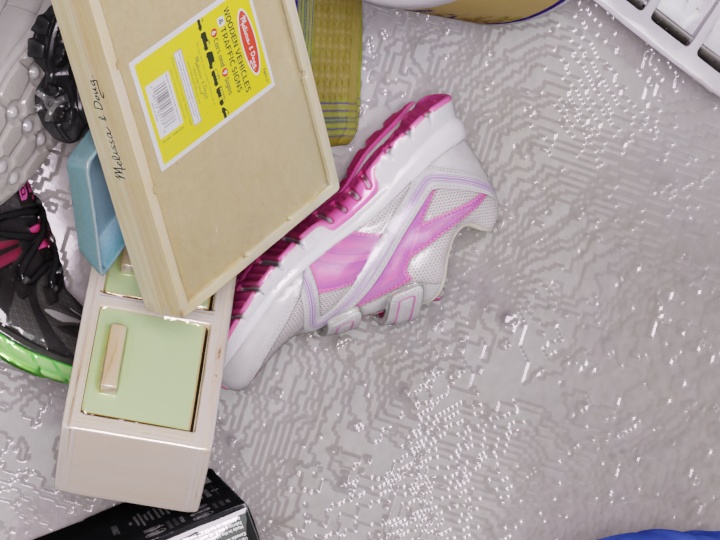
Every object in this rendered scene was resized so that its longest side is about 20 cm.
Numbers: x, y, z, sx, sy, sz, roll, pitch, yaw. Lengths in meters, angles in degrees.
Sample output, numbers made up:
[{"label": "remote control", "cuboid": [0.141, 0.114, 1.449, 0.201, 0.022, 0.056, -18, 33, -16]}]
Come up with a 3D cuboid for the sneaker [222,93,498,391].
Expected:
[{"label": "sneaker", "cuboid": [0.000, 0.000, 1.222, 0.200, 0.081, 0.088, -43, 102, 0]}]

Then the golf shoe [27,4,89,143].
[{"label": "golf shoe", "cuboid": [-0.120, -0.165, 1.139, 0.077, 0.094, 0.202, 14, 101, 17]}]

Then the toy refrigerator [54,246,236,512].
[{"label": "toy refrigerator", "cuboid": [-0.103, 0.016, 1.155, 0.075, 0.070, 0.201, 10, 54, -5]}]

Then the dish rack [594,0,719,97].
[{"label": "dish rack", "cuboid": [0.205, -0.215, 1.263, 0.171, 0.044, 0.201, 36, 87, -9]}]

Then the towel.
[{"label": "towel", "cuboid": [-0.044, -0.135, 1.163, 0.023, 0.200, 0.145, 6, 97, 24]}]

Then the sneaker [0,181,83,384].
[{"label": "sneaker", "cuboid": [-0.192, -0.011, 1.192, 0.200, 0.077, 0.084, 41, 90, -11]}]

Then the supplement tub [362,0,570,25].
[{"label": "supplement tub", "cuboid": [0.043, -0.202, 1.139, 0.144, 0.200, 0.147, 1, 93, 24]}]

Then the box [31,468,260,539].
[{"label": "box", "cuboid": [-0.089, 0.226, 1.186, 0.123, 0.148, 0.202, -21, 96, -9]}]

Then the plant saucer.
[{"label": "plant saucer", "cuboid": [-0.094, -0.086, 1.119, 0.019, 0.201, 0.070, 12, 133, 17]}]

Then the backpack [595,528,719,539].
[{"label": "backpack", "cuboid": [0.182, 0.241, 1.233, 0.167, 0.162, 0.202, -6, 86, -30]}]

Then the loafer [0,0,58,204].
[{"label": "loafer", "cuboid": [-0.180, -0.125, 1.177, 0.069, 0.070, 0.201, 9, 67, 27]}]

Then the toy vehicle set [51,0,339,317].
[{"label": "toy vehicle set", "cuboid": [-0.077, -0.095, 1.053, 0.124, 0.026, 0.201, -40, 128, -39]}]
